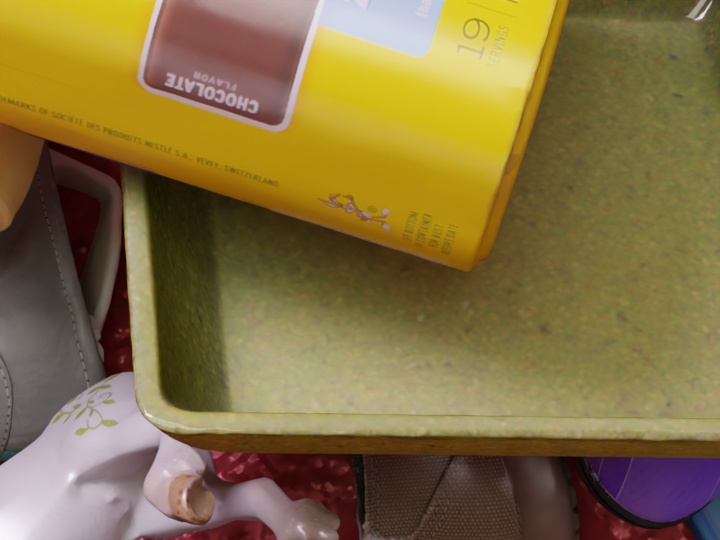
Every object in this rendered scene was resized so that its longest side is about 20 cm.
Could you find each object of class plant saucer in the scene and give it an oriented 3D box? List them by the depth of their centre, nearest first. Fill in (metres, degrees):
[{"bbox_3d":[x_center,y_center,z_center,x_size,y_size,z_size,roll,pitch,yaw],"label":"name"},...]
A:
[{"bbox_3d":[0.034,-0.024,0.760,0.198,0.048,0.201,1,50,-11],"label":"plant saucer"}]

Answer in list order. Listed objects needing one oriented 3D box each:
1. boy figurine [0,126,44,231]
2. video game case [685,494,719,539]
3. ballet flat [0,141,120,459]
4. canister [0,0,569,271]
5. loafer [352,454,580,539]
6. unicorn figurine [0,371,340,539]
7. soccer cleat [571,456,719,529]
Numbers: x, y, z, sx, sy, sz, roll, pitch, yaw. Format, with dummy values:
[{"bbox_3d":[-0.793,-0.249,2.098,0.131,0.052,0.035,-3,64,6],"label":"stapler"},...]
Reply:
[{"bbox_3d":[-0.133,-0.051,0.790,0.200,0.064,0.124,-43,74,-10],"label":"boy figurine"},{"bbox_3d":[0.202,0.065,0.828,0.199,0.018,0.144,-27,72,-5],"label":"video game case"},{"bbox_3d":[-0.104,-0.040,0.866,0.063,0.067,0.201,3,69,-24],"label":"ballet flat"},{"bbox_3d":[-0.046,-0.091,0.712,0.199,0.087,0.149,17,50,1],"label":"canister"},{"bbox_3d":[0.000,0.000,0.836,0.067,0.076,0.201,-20,70,-9],"label":"loafer"},{"bbox_3d":[-0.097,0.076,0.762,0.199,0.074,0.137,-22,27,-24],"label":"unicorn figurine"},{"bbox_3d":[0.127,-0.015,0.812,0.068,0.073,0.200,46,66,-15],"label":"soccer cleat"}]
